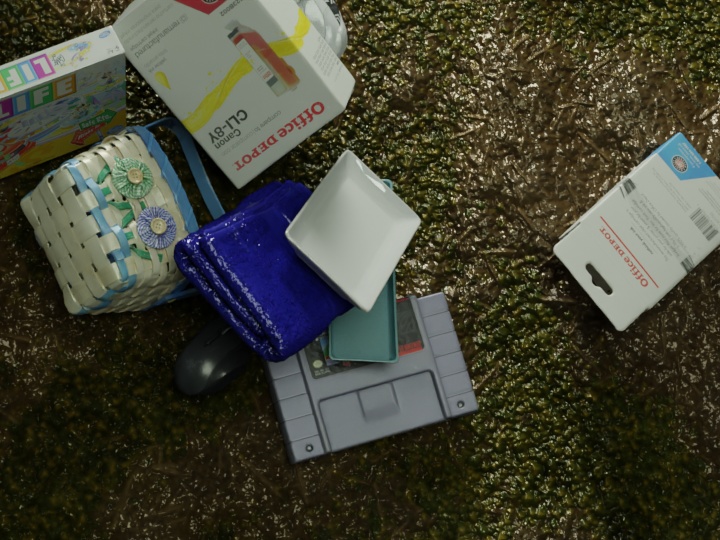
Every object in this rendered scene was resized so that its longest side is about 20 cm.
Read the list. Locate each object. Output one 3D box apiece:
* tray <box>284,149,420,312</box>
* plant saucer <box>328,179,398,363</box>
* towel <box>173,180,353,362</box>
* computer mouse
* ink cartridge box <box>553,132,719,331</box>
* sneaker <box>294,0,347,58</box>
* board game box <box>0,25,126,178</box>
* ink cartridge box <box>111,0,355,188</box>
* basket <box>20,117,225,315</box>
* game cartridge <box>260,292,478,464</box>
[{"bbox_3d":[-0.009,-0.037,1.623,0.107,0.022,0.200,43,31,-6],"label":"tray"},{"bbox_3d":[0.000,0.000,1.681,0.069,0.019,0.202,3,63,-9],"label":"plant saucer"},{"bbox_3d":[-0.073,-0.007,1.573,0.148,0.050,0.200,46,33,4],"label":"towel"},{"bbox_3d":[-0.110,0.041,1.646,0.058,0.034,0.201,27,67,28],"label":"computer mouse"},{"bbox_3d":[0.290,-0.033,1.759,0.200,0.068,0.116,-40,88,-20],"label":"ink cartridge box"},{"bbox_3d":[-0.104,-0.277,1.687,0.200,0.075,0.115,48,26,5],"label":"sneaker"},{"bbox_3d":[-0.317,-0.146,1.594,0.198,0.135,0.034,-24,67,-18],"label":"board game box"},{"bbox_3d":[-0.120,-0.203,1.626,0.145,0.084,0.200,-34,107,22],"label":"ink cartridge box"},{"bbox_3d":[-0.204,-0.046,1.608,0.199,0.139,0.178,-24,84,-52],"label":"basket"},{"bbox_3d":[0.007,0.103,1.674,0.198,0.038,0.131,-14,85,-17],"label":"game cartridge"}]
